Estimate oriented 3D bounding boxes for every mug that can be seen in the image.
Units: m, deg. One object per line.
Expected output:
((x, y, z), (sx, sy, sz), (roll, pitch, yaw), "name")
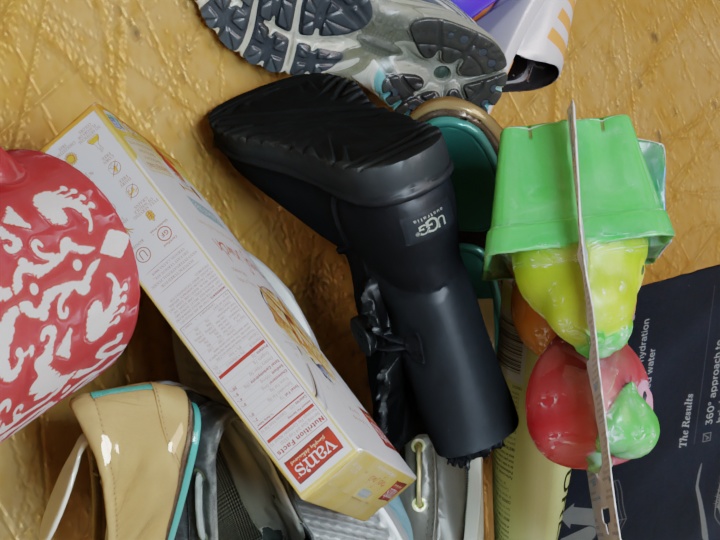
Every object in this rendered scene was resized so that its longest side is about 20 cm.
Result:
((-0.179, 0.012, 1.061), (0.133, 0.178, 0.200), (38, 32, 14), "mug")

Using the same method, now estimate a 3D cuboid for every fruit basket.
((0.112, 0.031, 1.235), (0.185, 0.093, 0.202), (73, 5, -83), "fruit basket")

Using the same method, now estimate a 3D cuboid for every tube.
((0.092, 0.099, 1.386), (0.058, 0.052, 0.202), (-19, 119, -52), "tube")

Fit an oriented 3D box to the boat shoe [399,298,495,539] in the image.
((0.036, 0.114, 1.370), (0.072, 0.060, 0.204), (77, 17, -87), "boat shoe")

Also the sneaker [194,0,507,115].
((-0.018, -0.143, 1.398), (0.199, 0.078, 0.086), (28, 18, -26), "sneaker")

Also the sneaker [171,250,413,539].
((-0.035, 0.081, 1.306), (0.082, 0.073, 0.201), (-24, 90, -86), "sneaker")

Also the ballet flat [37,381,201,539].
((-0.116, 0.144, 1.153), (0.063, 0.069, 0.202), (5, 102, -18), "ballet flat")

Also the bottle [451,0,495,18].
((0.018, -0.233, 1.444), (0.200, 0.083, 0.065), (49, 33, -13), "bottle")

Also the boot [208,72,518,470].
((0.000, 0.000, 1.303), (0.076, 0.200, 0.169), (-23, 114, -22), "boot")

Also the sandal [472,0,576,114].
((0.076, -0.114, 1.494), (0.059, 0.079, 0.208), (47, 54, -32), "sandal")

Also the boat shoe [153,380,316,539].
((-0.054, 0.141, 1.215), (0.072, 0.071, 0.201), (-46, 129, -29), "boat shoe")

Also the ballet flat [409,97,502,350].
((0.053, -0.036, 1.385), (0.201, 0.068, 0.063), (84, 16, -51), "ballet flat")

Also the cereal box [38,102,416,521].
((-0.057, 0.022, 1.192), (0.200, 0.039, 0.144), (51, 3, 13), "cereal box")

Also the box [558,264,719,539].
((0.205, 0.109, 1.470), (0.117, 0.199, 0.198), (38, 51, -36), "box")
